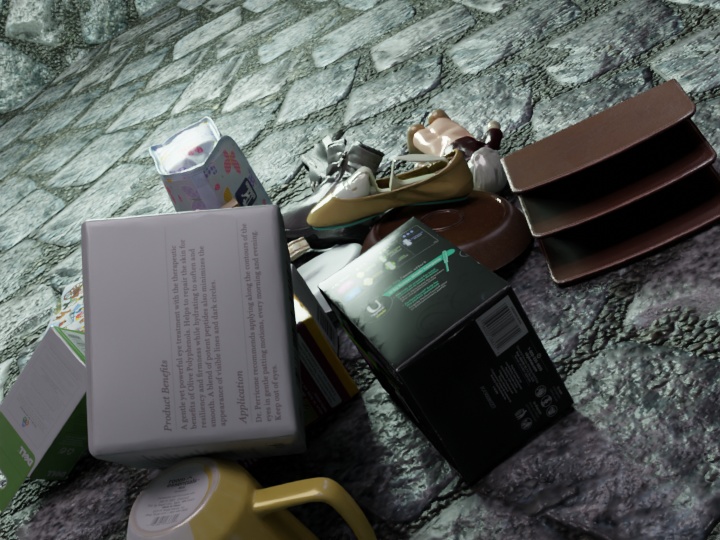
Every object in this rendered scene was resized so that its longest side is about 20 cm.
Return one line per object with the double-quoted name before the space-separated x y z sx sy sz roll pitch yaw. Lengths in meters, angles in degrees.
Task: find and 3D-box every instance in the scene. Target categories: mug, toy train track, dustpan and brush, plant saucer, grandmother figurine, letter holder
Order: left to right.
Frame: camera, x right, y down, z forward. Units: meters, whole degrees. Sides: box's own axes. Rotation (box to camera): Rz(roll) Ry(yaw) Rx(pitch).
"mug" -0.101 0.226 0.878 0.186 0.153 0.149 -37 28 -12
"toy train track" -0.134 -0.034 1.299 0.115 0.033 0.200 -35 44 -1
"dustpan and brush" 0.000 0.000 1.257 0.200 0.057 0.140 -34 19 9
"plant saucer" 0.093 -0.044 1.193 0.200 0.035 0.200 -11 27 6
"grandmother figurine" 0.130 -0.149 1.342 0.121 0.061 0.200 -41 31 3
"letter holder" 0.264 -0.087 1.085 0.200 0.101 0.142 -24 31 12

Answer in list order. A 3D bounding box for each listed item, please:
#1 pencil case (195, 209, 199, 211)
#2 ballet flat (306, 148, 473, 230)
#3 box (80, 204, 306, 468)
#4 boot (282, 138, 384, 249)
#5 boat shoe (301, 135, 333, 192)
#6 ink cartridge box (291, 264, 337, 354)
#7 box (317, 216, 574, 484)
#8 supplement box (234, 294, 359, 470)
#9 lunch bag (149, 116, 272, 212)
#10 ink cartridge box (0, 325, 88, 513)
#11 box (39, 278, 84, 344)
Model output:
"pencil case" -0.195 0.032 1.247 0.200 0.094 0.091 -61 5 16
"ballet flat" 0.030 -0.099 1.222 0.199 0.063 0.069 -13 26 2
"box" -0.142 0.068 0.939 0.171 0.200 0.200 -5 -14 -3
"boot" -0.046 -0.098 1.358 0.200 0.070 0.132 2 79 44
"boat shoe" -0.043 -0.128 1.467 0.060 0.074 0.200 -34 31 6
"ink cartridge box" -0.137 0.082 1.185 0.200 0.109 0.050 -24 30 14
"box" 0.072 0.065 0.971 0.124 0.149 0.200 -36 28 -7
"supplement box" -0.119 0.128 1.094 0.200 0.110 0.086 -34 28 -7
"lunch bag" -0.201 -0.104 1.479 0.127 0.170 0.200 -29 25 -2
"ink cartridge box" -0.368 0.177 1.238 0.104 0.059 0.200 39 99 33
"box" -0.343 0.062 1.372 0.136 0.038 0.200 -24 29 14
